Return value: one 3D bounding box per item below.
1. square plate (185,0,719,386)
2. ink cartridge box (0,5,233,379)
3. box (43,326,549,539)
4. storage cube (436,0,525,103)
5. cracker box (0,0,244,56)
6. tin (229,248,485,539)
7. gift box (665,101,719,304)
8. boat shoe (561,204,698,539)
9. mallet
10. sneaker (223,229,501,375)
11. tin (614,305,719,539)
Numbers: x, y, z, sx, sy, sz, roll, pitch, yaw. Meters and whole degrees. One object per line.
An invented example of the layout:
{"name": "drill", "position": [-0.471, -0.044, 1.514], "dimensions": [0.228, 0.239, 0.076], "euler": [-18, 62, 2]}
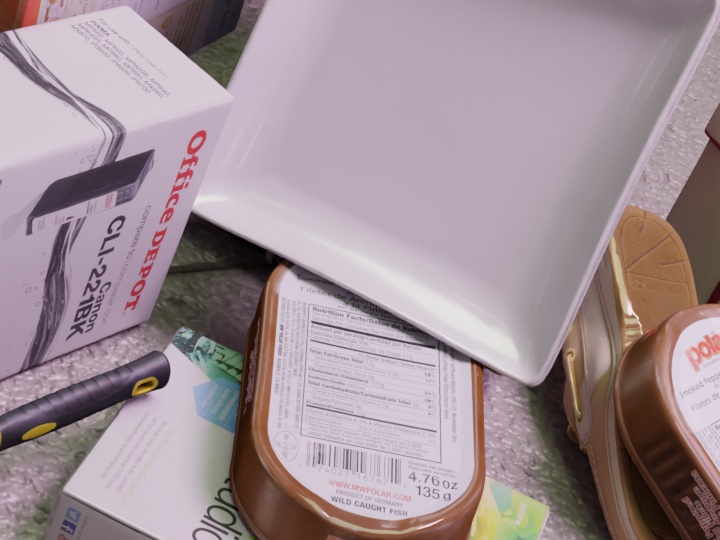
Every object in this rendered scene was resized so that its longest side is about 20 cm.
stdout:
{"name": "square plate", "position": [0.040, -0.077, 0.933], "dimensions": [0.200, 0.199, 0.028], "euler": [27, 10, 14]}
{"name": "ink cartridge box", "position": [-0.168, -0.026, 0.902], "dimensions": [0.084, 0.145, 0.200], "euler": [40, 37, 22]}
{"name": "box", "position": [-0.023, 0.114, 0.898], "dimensions": [0.200, 0.036, 0.144], "euler": [27, 33, 3]}
{"name": "storage cube", "position": [0.074, -0.166, 1.063], "dimensions": [0.200, 0.180, 0.171], "euler": [-36, 85, -21]}
{"name": "cracker box", "position": [-0.124, -0.152, 0.994], "dimensions": [0.058, 0.134, 0.200], "euler": [37, 42, 16]}
{"name": "tin", "position": [0.002, 0.060, 0.913], "dimensions": [0.112, 0.042, 0.200], "euler": [15, 36, -10]}
{"name": "gift box", "position": [0.287, 0.010, 1.099], "dimensions": [0.184, 0.187, 0.200], "euler": [-4, 41, -35]}
{"name": "boat shoe", "position": [0.140, 0.066, 1.039], "dimensions": [0.074, 0.069, 0.200], "euler": [17, 54, -23]}
{"name": "mallet", "position": [-0.157, 0.064, 0.825], "dimensions": [0.200, 0.066, 0.041], "euler": [-28, 54, -36]}
{"name": "sneaker", "position": [0.000, 0.000, 1.039], "dimensions": [0.200, 0.075, 0.116], "euler": [20, 36, -8]}
{"name": "tin", "position": [0.203, 0.108, 0.974], "dimensions": [0.112, 0.042, 0.200], "euler": [-21, 74, -45]}
